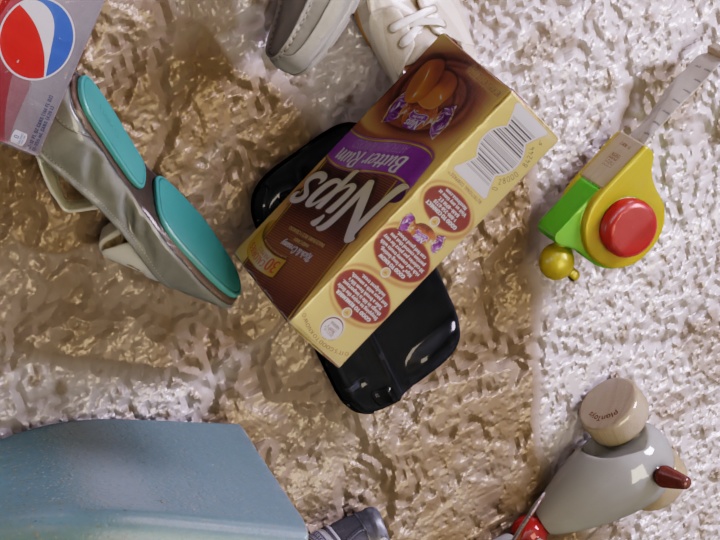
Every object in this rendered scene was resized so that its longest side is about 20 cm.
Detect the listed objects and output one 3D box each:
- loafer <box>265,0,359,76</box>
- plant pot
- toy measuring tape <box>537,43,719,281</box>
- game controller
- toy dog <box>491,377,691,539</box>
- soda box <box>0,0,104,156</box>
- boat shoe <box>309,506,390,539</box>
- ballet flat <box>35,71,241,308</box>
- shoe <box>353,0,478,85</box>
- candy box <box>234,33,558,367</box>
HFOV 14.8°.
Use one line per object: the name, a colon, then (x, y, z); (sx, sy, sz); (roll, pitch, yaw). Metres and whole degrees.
loafer: (-0.023, -0.223, 1.746); (0.069, 0.070, 0.201); (18, 93, -26)
plant pot: (-0.171, 0.204, 1.770); (0.199, 0.196, 0.198); (11, 105, -20)
toy measuring tape: (0.200, -0.065, 1.920); (0.200, 0.074, 0.074); (-47, 123, -3)
game controller: (0.000, 0.000, 1.866); (0.104, 0.042, 0.201); (-41, 124, -25)
toy dog: (0.164, 0.179, 1.980); (0.131, 0.096, 0.201); (27, 96, -32)
soda box: (-0.193, -0.176, 1.663); (0.070, 0.063, 0.201); (23, 91, -33)
boat shoe: (0.023, 0.256, 1.958); (0.068, 0.072, 0.201); (-28, 113, -13)
ballet flat: (-0.151, -0.043, 1.760); (0.063, 0.068, 0.200); (-27, 123, 16)
shoe: (0.051, -0.136, 1.822); (0.070, 0.053, 0.201); (-32, 121, -13)
candy box: (0.020, -0.046, 1.753); (0.200, 0.117, 0.056); (-48, 120, 3)
